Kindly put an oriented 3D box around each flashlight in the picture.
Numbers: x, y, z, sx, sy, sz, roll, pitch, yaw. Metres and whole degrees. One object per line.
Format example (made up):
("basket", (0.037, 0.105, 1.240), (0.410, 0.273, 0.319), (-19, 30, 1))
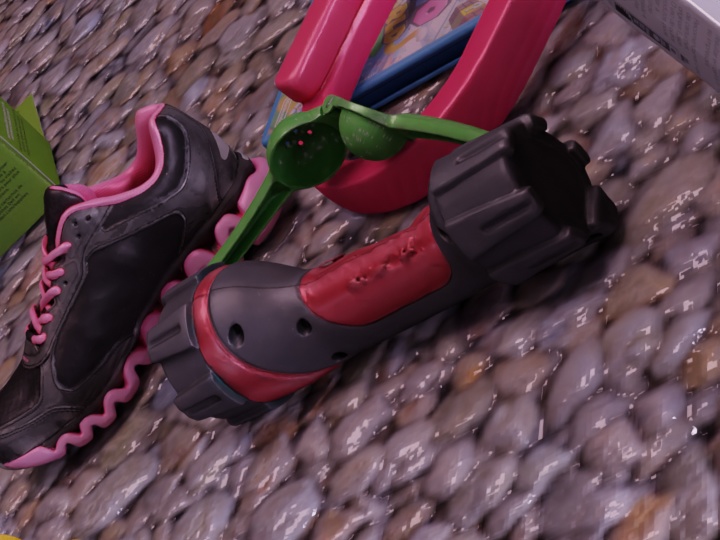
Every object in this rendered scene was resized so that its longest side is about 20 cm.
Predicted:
("flashlight", (0.000, 0.000, 0.731), (0.200, 0.068, 0.068), (-30, -3, 39))

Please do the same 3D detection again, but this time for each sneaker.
("sneaker", (-0.130, 0.003, 0.897), (0.200, 0.095, 0.079), (-51, 28, -6))

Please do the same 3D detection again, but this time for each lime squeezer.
("lime squeezer", (-0.010, -0.045, 0.785), (0.200, 0.038, 0.071), (-23, 38, 39))

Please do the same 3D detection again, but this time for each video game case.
("video game case", (0.040, -0.145, 0.935), (0.200, 0.018, 0.143), (-26, 32, 35))

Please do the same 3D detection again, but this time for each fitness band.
("fitness band", (0.034, -0.119, 0.856), (0.143, 0.037, 0.201), (10, 71, 50))

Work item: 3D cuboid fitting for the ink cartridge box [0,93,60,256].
("ink cartridge box", (-0.283, -0.059, 1.226), (0.148, 0.076, 0.200), (-43, 28, 6))

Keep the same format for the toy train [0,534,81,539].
("toy train", (-0.162, 0.169, 0.757), (0.200, 0.056, 0.151), (-1, 51, 55))

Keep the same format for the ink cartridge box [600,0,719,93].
("ink cartridge box", (0.200, -0.097, 0.525), (0.199, 0.041, 0.200), (-40, 59, -10))
